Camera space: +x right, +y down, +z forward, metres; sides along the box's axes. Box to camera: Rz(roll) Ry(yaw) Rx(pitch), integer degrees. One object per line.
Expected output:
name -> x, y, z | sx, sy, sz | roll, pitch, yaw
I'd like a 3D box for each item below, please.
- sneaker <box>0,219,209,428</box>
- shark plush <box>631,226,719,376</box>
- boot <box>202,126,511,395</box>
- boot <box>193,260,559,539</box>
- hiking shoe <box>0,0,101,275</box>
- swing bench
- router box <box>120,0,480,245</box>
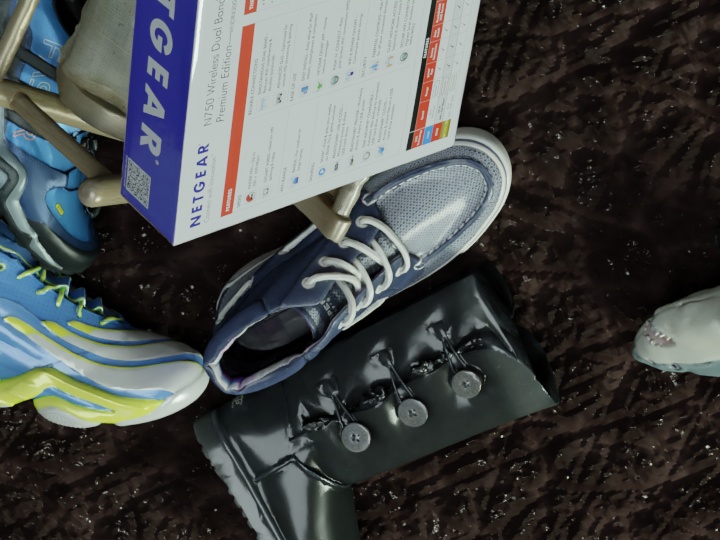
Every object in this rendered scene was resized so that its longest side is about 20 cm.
sneaker -> -0.186, 0.027, 1.383 | 0.200, 0.076, 0.105 | 4, 119, 5
shark plush -> 0.260, 0.038, 1.375 | 0.200, 0.091, 0.083 | 4, 136, -19
boot -> 0.000, 0.000, 1.348 | 0.200, 0.090, 0.073 | -36, 105, 19
boot -> 0.028, 0.106, 1.412 | 0.200, 0.066, 0.165 | -29, 109, 12
hiking shoe -> -0.169, -0.091, 1.334 | 0.087, 0.074, 0.200 | -10, 112, 11
swing bench -> -0.063, -0.137, 1.255 | 0.130, 0.200, 0.199 | 42, 113, 35
router box -> -0.022, -0.127, 1.153 | 0.049, 0.179, 0.200 | 42, 138, 35
